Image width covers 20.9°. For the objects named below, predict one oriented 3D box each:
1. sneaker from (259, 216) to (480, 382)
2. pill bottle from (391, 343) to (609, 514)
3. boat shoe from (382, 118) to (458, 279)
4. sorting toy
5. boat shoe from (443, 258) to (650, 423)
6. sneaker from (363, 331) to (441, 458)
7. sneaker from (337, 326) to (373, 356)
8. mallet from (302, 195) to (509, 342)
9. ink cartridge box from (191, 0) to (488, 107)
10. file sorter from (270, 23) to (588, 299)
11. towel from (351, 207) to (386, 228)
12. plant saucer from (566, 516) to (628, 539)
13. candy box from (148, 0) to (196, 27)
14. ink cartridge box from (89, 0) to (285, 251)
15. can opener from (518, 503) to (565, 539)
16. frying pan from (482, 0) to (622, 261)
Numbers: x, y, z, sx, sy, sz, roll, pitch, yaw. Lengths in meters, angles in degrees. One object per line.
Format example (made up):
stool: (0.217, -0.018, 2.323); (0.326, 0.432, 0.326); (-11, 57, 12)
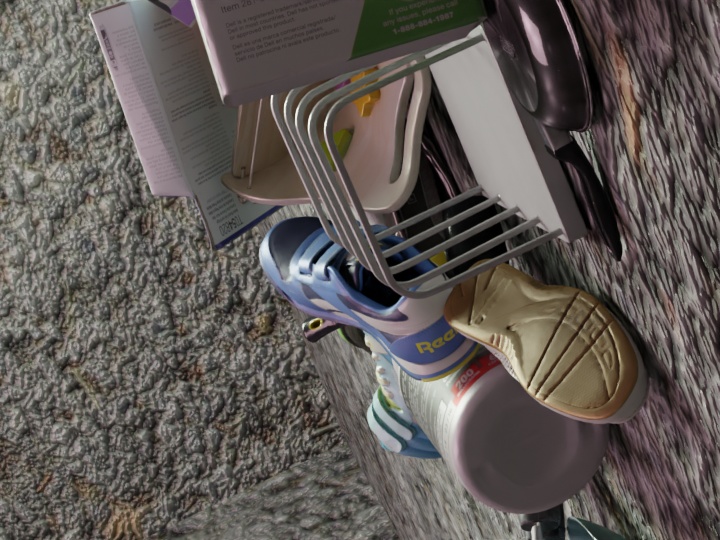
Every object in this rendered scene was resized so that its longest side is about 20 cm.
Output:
sneaker: (0.000, 0.000, 1.356); (0.200, 0.074, 0.082); (28, 156, 40)
pill bottle: (0.092, 0.084, 1.395); (0.114, 0.114, 0.200); (67, 173, -22)
boat shoe: (0.055, -0.025, 1.505); (0.057, 0.067, 0.200); (75, 173, -83)
sorting toy: (-0.009, -0.128, 1.413); (0.180, 0.107, 0.200); (39, 126, 51)
boat shoe: (0.129, 0.050, 1.219); (0.069, 0.071, 0.200); (38, -179, -31)
sneaker: (0.025, 0.080, 1.571); (0.200, 0.131, 0.080); (40, -143, -9)
sneaker: (0.057, 0.066, 1.653); (0.200, 0.077, 0.084); (36, 178, -39)
mallet: (0.032, 0.019, 1.418); (0.041, 0.200, 0.066); (6, -123, -45)
ink cartridge box: (-0.033, -0.204, 1.036); (0.084, 0.146, 0.200); (-170, 63, -87)
file sorter: (0.034, -0.074, 1.210); (0.139, 0.124, 0.200); (66, 174, -14)
towel: (0.044, -0.010, 1.627); (0.200, 0.024, 0.147); (47, 178, -16)
plant saucer: (0.214, 0.264, 1.435); (0.201, 0.039, 0.201); (63, 173, 13)
candy box: (-0.129, -0.297, 1.461); (0.072, 0.168, 0.200); (31, -167, -31)
ink cartridge box: (-0.126, -0.127, 1.537); (0.200, 0.041, 0.200); (71, -158, -8)
can opener: (0.126, 0.187, 1.479); (0.053, 0.066, 0.200); (73, -162, -54)
frying pan: (0.096, -0.098, 1.047); (0.190, 0.031, 0.115); (75, 170, -47)
